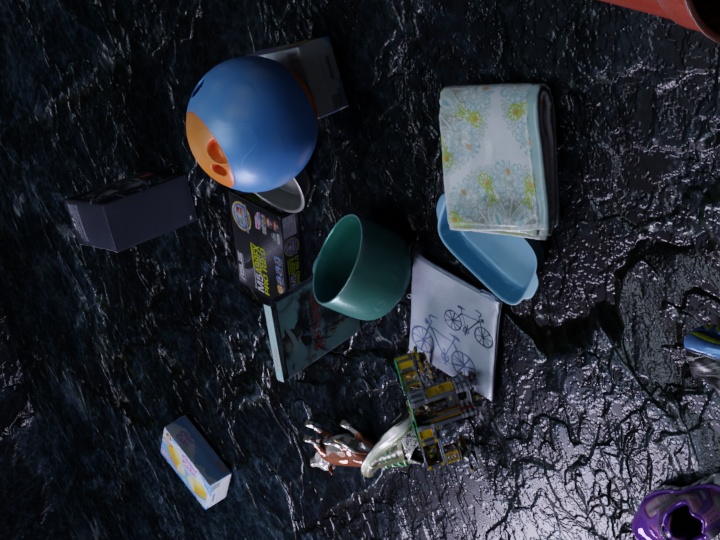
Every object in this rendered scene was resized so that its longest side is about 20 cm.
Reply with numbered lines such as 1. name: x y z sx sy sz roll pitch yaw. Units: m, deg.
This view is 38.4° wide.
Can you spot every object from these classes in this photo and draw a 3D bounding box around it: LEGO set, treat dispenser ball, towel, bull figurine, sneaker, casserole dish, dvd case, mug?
1. LEGO set: 0.136 0.217 1.655 0.154 0.115 0.201 -112 5 -67
2. treat dispenser ball: -0.162 -0.219 1.554 0.200 0.200 0.202 31 135 38
3. towel: 0.180 -0.145 1.368 0.170 0.048 0.202 7 107 42
4. bull figurine: -0.045 0.340 1.989 0.121 0.065 0.199 41 147 -27
5. sneaker: 0.417 0.331 1.364 0.081 0.088 0.200 56 146 8
6. sneaker: 0.463 0.128 1.193 0.199 0.070 0.083 28 138 48
7. casserole dish: 0.188 -0.042 1.467 0.200 0.039 0.122 46 142 26
8. sneaker: 0.067 0.326 1.836 0.088 0.077 0.200 39 135 6
9. dvd case: -0.078 0.081 1.757 0.022 0.199 0.147 16 124 40
10. mug: 0.006 -0.006 1.649 0.153 0.114 0.185 -60 26 19

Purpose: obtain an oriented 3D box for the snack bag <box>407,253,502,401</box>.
1. snack bag: 0.145 0.084 1.622 0.188 0.021 0.201 31 135 38

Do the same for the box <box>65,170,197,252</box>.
1. box: -0.476 -0.127 2.150 0.181 0.199 0.105 11 120 49

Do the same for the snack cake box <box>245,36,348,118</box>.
1. snack cake box: -0.116 -0.303 1.674 0.199 0.067 0.116 6 118 52

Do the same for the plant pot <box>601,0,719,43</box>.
1. plant pot: 0.301 -0.332 1.006 0.195 0.200 0.202 27 133 51

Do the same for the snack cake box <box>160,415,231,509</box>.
1. snack cake box: -0.409 0.474 2.561 0.200 0.067 0.115 46 143 24

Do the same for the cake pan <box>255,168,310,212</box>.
1. cake pan: -0.165 -0.184 1.783 0.200 0.037 0.201 34 158 15

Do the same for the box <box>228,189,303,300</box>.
1. box: -0.175 -0.043 1.943 0.160 0.044 0.202 27 132 41
